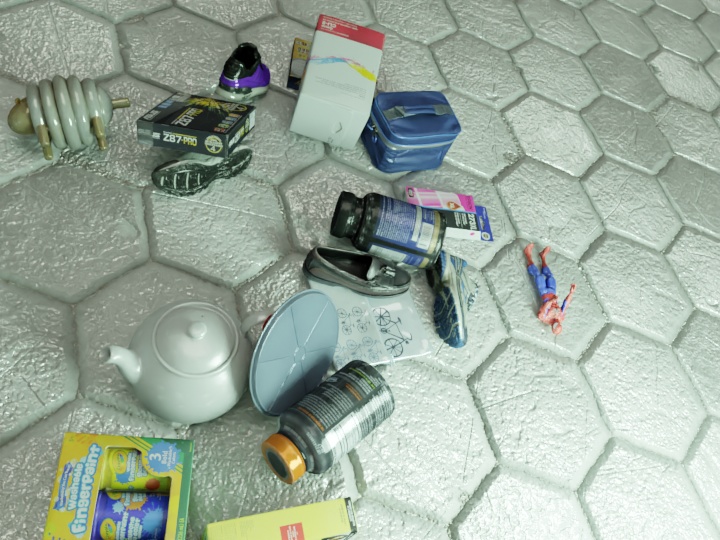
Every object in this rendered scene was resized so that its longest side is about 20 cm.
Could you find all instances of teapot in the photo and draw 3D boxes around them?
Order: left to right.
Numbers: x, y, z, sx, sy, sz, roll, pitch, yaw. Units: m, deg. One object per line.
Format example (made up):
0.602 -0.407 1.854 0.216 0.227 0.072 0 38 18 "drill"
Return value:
-0.238 0.116 0.940 0.197 0.146 0.200 28 51 -1 "teapot"

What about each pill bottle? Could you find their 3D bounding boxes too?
-0.050 0.226 0.960 0.200 0.106 0.106 -32 73 -35 "pill bottle"
0.050 -0.080 1.202 0.199 0.112 0.112 16 53 -11 "pill bottle"

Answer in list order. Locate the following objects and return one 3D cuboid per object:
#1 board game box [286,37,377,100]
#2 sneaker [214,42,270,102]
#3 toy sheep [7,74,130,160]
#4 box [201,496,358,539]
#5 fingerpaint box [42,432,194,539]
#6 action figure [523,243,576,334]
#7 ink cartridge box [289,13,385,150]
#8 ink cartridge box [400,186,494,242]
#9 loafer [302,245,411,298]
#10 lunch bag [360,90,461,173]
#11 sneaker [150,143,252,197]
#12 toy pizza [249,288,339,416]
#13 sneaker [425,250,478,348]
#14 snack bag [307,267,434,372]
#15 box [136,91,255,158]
-0.060 -0.444 1.457 0.199 0.035 0.136 12 54 -13 "board game box"
-0.222 -0.411 1.307 0.069 0.100 0.200 22 31 1 "sneaker"
-0.499 -0.270 1.117 0.199 0.138 0.138 -13 63 -23 "toy sheep"
-0.109 0.354 0.872 0.199 0.075 0.050 -2 58 -23 "box"
-0.306 0.316 0.822 0.166 0.073 0.201 8 55 -15 "fingerpaint box"
0.378 0.024 1.268 0.065 0.099 0.201 7 58 -15 "action figure"
-0.048 -0.379 1.321 0.144 0.145 0.201 14 68 -10 "ink cartridge box"
0.183 -0.114 1.326 0.199 0.037 0.095 7 55 -19 "ink cartridge box"
0.000 0.000 1.135 0.199 0.063 0.072 10 54 -13 "loafer"
0.100 -0.299 1.357 0.199 0.132 0.136 -11 62 -27 "lunch bag"
-0.296 -0.196 1.184 0.079 0.074 0.200 42 46 21 "sneaker"
-0.102 0.121 0.973 0.032 0.201 0.200 19 46 31 "toy pizza"
0.183 0.050 1.189 0.085 0.077 0.201 9 55 -20 "sneaker"
0.021 0.082 1.139 0.199 0.021 0.189 -6 59 -24 "snack bag"
-0.292 -0.268 1.180 0.160 0.049 0.200 9 29 3 "box"
